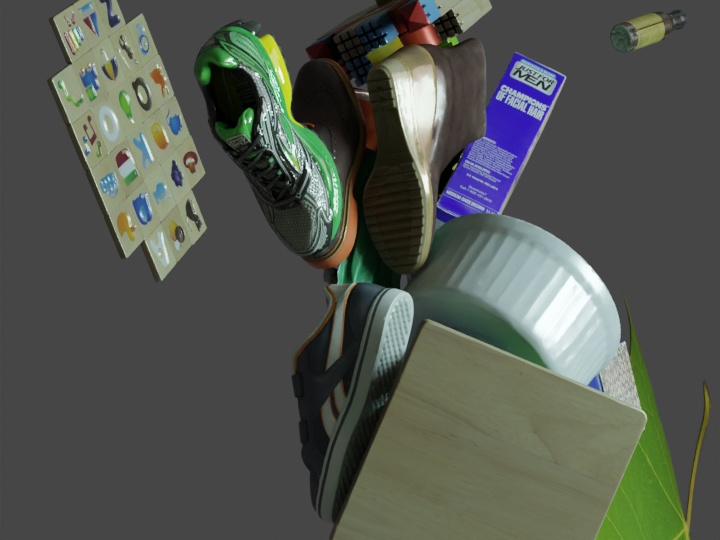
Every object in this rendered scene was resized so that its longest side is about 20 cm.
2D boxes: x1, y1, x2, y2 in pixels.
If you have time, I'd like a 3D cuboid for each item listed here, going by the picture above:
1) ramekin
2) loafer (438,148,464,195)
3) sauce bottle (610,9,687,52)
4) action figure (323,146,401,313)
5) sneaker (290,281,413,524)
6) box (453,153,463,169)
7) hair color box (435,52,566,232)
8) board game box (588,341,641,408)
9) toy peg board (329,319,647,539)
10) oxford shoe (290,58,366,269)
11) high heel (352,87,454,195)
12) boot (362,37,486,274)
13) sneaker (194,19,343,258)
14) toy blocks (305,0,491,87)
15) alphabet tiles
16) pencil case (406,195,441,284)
[{"bbox_3d":[0.125,0.055,1.389,0.098,0.200,0.201,-51,130,-33],"label":"ramekin"},{"bbox_3d":[0.049,-0.088,1.515,0.201,0.063,0.072,-63,168,-4],"label":"loafer"},{"bbox_3d":[0.604,-0.502,3.189,0.200,0.065,0.065,-20,98,-37],"label":"sauce bottle"},{"bbox_3d":[0.000,0.000,1.393,0.118,0.055,0.201,39,52,-39],"label":"action figure"},{"bbox_3d":[-0.018,0.107,1.284,0.078,0.079,0.201,23,81,-64],"label":"sneaker"},{"bbox_3d":[0.116,-0.026,1.744,0.075,0.050,0.201,32,49,-64],"label":"box"},{"bbox_3d":[0.131,-0.106,1.534,0.109,0.065,0.201,108,8,-65],"label":"hair color box"},{"bbox_3d":[0.176,0.150,1.580,0.159,0.199,0.097,-19,96,-69],"label":"board game box"},{"bbox_3d":[0.101,0.164,1.274,0.098,0.199,0.200,-116,-131,-84],"label":"toy peg board"},{"bbox_3d":[-0.040,-0.106,1.348,0.073,0.071,0.201,35,46,-55],"label":"oxford shoe"},{"bbox_3d":[0.011,-0.134,1.564,0.200,0.096,0.068,39,82,-41],"label":"high heel"},{"bbox_3d":[0.073,-0.108,1.397,0.166,0.072,0.201,-20,110,-52],"label":"boot"},{"bbox_3d":[-0.082,-0.098,1.242,0.201,0.078,0.085,63,29,-11],"label":"sneaker"},{"bbox_3d":[0.029,-0.226,1.463,0.100,0.199,0.137,62,36,-13],"label":"toy blocks"},{"bbox_3d":[-0.164,-0.100,1.102,0.167,0.006,0.201,-61,134,-62],"label":"alphabet tiles"},{"bbox_3d":[0.083,0.016,1.591,0.087,0.078,0.201,36,45,-50],"label":"pencil case"}]
